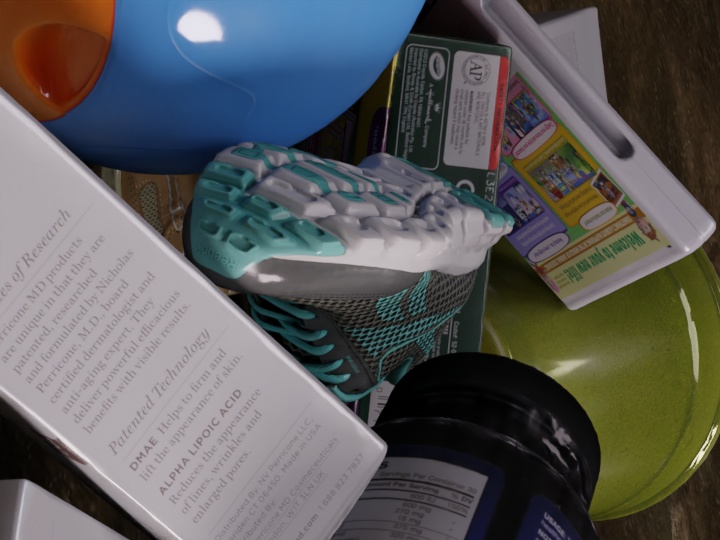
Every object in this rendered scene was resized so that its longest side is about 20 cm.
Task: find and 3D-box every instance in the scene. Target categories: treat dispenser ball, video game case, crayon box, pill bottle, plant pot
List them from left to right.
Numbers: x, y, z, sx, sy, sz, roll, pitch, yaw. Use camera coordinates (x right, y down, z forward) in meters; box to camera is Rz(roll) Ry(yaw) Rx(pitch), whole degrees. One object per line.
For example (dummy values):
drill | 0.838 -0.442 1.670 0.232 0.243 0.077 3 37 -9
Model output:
treat dispenser ball | -0.069 -0.135 0.743 0.201 0.200 0.202 -5 90 -69
crayon box | 0.000 0.000 0.915 0.172 0.058 0.201 -166 -99 -71
pill bottle | 0.020 0.122 0.713 0.200 0.111 0.112 -62 142 -48
plant pot | 0.071 0.052 1.115 0.193 0.199 0.202 -10 94 -58
video game case | 0.067 -0.066 0.950 0.182 0.022 0.200 48 -12 0

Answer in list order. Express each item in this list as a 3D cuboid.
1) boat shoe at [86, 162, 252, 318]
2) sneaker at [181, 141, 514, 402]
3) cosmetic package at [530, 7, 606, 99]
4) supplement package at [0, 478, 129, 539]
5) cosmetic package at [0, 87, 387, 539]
boat shoe | -0.065 -0.001 0.895 0.072 0.076 0.201 -31 113 -67
sneaker | -0.007 0.010 0.739 0.200 0.077 0.092 2 114 -65
cosmetic package | 0.076 -0.109 1.241 0.200 0.101 0.075 -26 110 -67
supplement package | -0.113 0.151 0.683 0.200 0.109 0.114 45 44 -59
cosmetic package | -0.094 0.017 0.666 0.200 0.102 0.074 42 77 -25
